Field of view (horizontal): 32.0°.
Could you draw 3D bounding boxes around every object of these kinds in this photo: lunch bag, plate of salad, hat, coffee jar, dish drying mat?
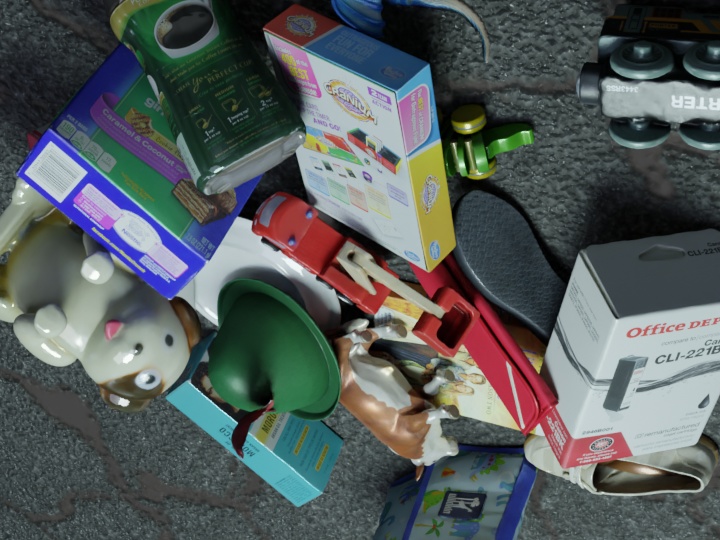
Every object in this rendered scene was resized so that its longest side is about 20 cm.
[{"bbox_3d":[0.099,0.288,1.344,0.127,0.171,0.199,42,134,-17],"label":"lunch bag"},{"bbox_3d":[-0.107,0.009,1.274,0.198,0.048,0.201,18,143,14],"label":"plate of salad"},{"bbox_3d":[-0.129,0.119,1.198,0.165,0.176,0.201,37,143,14],"label":"hat"},{"bbox_3d":[-0.132,-0.172,1.034,0.202,0.103,0.085,62,173,6],"label":"coffee jar"},{"bbox_3d":[0.107,0.055,1.155,0.201,0.018,0.077,55,157,16],"label":"dish drying mat"}]

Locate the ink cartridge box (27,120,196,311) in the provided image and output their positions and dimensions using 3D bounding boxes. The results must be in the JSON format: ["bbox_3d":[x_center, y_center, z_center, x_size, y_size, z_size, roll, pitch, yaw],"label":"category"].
[{"bbox_3d":[-0.240,-0.041,1.234,0.145,0.085,0.202,33,139,28],"label":"ink cartridge box"}]

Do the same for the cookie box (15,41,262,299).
[{"bbox_3d":[-0.172,-0.107,1.090,0.171,0.201,0.075,40,133,-15],"label":"cookie box"}]

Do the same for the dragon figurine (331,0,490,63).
[{"bbox_3d":[0.015,-0.228,0.995,0.200,0.059,0.099,41,134,-13],"label":"dragon figurine"}]

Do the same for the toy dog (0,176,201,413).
[{"bbox_3d":[-0.242,0.038,1.118,0.199,0.140,0.194,36,161,18],"label":"toy dog"}]

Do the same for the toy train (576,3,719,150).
[{"bbox_3d":[0.261,-0.145,0.918,0.197,0.115,0.086,6,131,19],"label":"toy train"}]

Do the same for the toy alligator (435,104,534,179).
[{"bbox_3d":[0.051,-0.104,1.093,0.197,0.055,0.060,1,130,24],"label":"toy alligator"}]

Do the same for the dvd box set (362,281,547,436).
[{"bbox_3d":[0.099,0.087,1.261,0.197,0.030,0.148,14,134,14],"label":"dvd box set"}]

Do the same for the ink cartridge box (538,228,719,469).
[{"bbox_3d":[0.245,0.071,1.098,0.142,0.084,0.202,-8,135,-16],"label":"ink cartridge box"}]

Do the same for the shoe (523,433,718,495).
[{"bbox_3d":[0.257,0.191,1.266,0.197,0.054,0.070,-1,129,25],"label":"shoe"}]

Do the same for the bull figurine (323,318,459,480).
[{"bbox_3d":[0.033,0.127,1.261,0.199,0.065,0.121,38,133,-12],"label":"bull figurine"}]

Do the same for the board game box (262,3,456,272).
[{"bbox_3d":[0.002,-0.109,1.053,0.152,0.040,0.201,31,150,33],"label":"board game box"}]

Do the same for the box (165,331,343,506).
[{"bbox_3d":[-0.115,0.165,1.394,0.200,0.083,0.049,42,132,-15],"label":"box"}]

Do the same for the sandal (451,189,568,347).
[{"bbox_3d":[0.144,0.012,1.149,0.200,0.076,0.043,48,159,-19],"label":"sandal"}]

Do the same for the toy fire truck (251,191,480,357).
[{"bbox_3d":[0.000,0.000,1.137,0.199,0.049,0.141,36,172,-16],"label":"toy fire truck"}]
